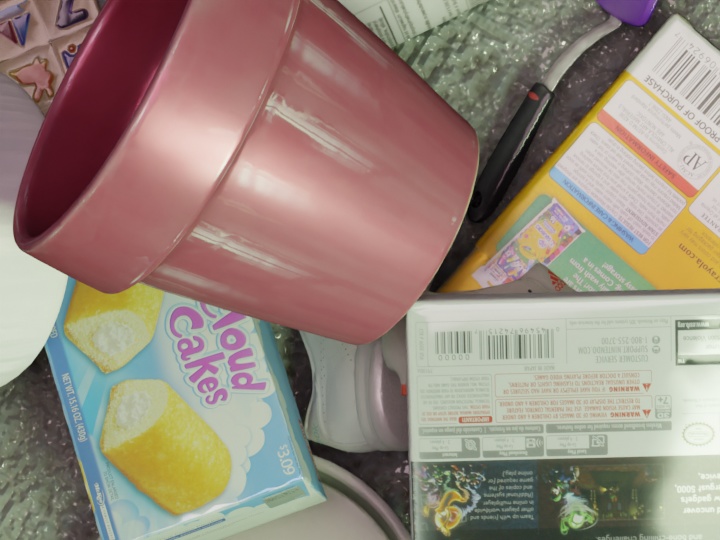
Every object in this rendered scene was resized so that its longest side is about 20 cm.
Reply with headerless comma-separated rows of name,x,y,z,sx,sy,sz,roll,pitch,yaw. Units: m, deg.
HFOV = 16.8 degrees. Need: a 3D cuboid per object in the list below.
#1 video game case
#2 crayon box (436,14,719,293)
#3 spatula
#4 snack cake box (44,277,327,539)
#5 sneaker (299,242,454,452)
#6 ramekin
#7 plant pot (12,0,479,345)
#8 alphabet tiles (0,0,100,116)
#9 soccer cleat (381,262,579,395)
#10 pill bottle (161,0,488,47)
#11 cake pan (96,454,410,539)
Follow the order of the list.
video game case,0.123,0.101,1.216,0.199,0.023,0.183,-1,98,3
crayon box,0.152,-0.021,1.328,0.126,0.052,0.200,41,89,7
spatula,0.115,-0.112,1.352,0.021,0.057,0.200,30,97,-37
snack cake box,-0.104,0.046,1.321,0.114,0.067,0.201,-21,72,5
sneaker,0.000,0.000,1.345,0.088,0.075,0.201,-7,70,42
ramekin,-0.241,-0.022,1.306,0.200,0.097,0.202,2,93,48
plant pot,-0.048,-0.059,1.209,0.178,0.200,0.201,29,88,-18
alphabet tiles,-0.159,-0.084,1.392,0.199,0.008,0.168,-22,84,3
soccer cleat,0.110,0.036,1.260,0.199,0.069,0.078,6,84,7
pill bottle,-0.015,-0.169,1.330,0.199,0.113,0.114,-25,84,2
cake pan,-0.057,0.197,1.345,0.199,0.037,0.202,0,85,5
